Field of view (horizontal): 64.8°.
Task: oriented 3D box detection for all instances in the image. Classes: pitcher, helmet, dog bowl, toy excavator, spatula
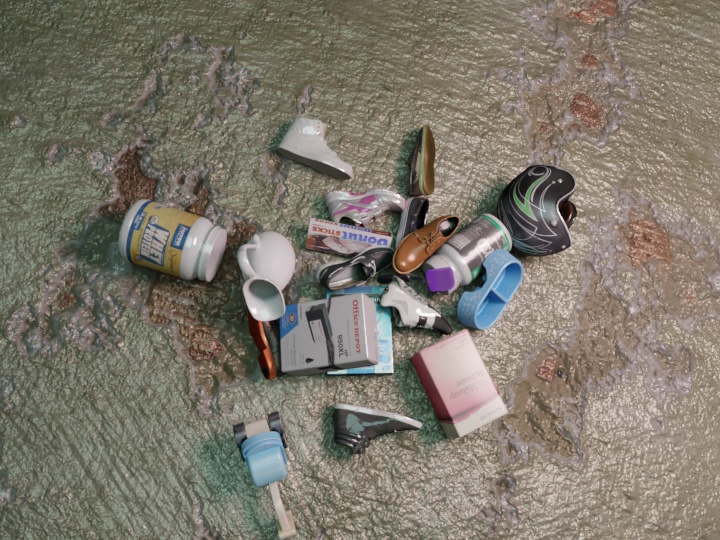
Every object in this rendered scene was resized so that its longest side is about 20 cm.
[{"bbox_3d":[-0.213,-0.017,1.233,0.120,0.173,0.201,-13,36,8],"label":"pitcher"},{"bbox_3d":[0.423,-0.133,1.352,0.199,0.200,0.192,30,76,3],"label":"helmet"},{"bbox_3d":[0.305,0.049,1.314,0.111,0.049,0.201,35,87,-41],"label":"dog bowl"},{"bbox_3d":[-0.186,0.426,1.167,0.099,0.196,0.201,-14,48,-10],"label":"toy excavator"},{"bbox_3d":[0.124,0.021,1.307,0.021,0.198,0.057,-40,121,-46],"label":"spatula"}]

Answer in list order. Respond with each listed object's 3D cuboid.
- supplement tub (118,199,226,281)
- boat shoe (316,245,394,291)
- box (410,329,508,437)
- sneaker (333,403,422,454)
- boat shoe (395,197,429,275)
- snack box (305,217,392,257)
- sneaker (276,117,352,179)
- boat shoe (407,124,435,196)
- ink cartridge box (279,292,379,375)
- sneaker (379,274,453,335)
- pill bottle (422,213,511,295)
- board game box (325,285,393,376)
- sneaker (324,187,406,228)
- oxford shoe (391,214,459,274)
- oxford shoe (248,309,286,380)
[{"bbox_3d":[-0.414,-0.064,1.264,0.198,0.145,0.146,17,73,-1],"label":"supplement tub"},{"bbox_3d":[0.000,0.000,1.301,0.198,0.060,0.076,-23,121,-17],"label":"boat shoe"},{"bbox_3d":[0.215,0.252,1.262,0.127,0.109,0.202,-23,78,-12],"label":"box"},{"bbox_3d":[0.032,0.354,1.238,0.198,0.071,0.100,9,75,3],"label":"sneaker"},{"bbox_3d":[0.133,-0.085,1.361,0.066,0.070,0.202,-6,62,35],"label":"boat shoe"},{"bbox_3d":[-0.028,-0.071,1.349,0.198,0.073,0.024,11,29,-3],"label":"snack box"},{"bbox_3d":[-0.094,-0.311,1.405,0.198,0.074,0.116,24,76,2],"label":"sneaker"},{"bbox_3d":[0.149,-0.277,1.424,0.064,0.073,0.202,-9,59,28],"label":"boat shoe"},{"bbox_3d":[-0.068,0.139,1.223,0.198,0.084,0.146,-11,72,16],"label":"ink cartridge box"},{"bbox_3d":[0.124,0.102,1.303,0.199,0.074,0.089,38,86,-17],"label":"sneaker"},{"bbox_3d":[0.251,-0.036,1.345,0.199,0.113,0.113,-36,81,-14],"label":"pill bottle"},{"bbox_3d":[-0.005,0.138,1.303,0.149,0.047,0.202,0,75,-6],"label":"board game box"},{"bbox_3d":[0.012,-0.143,1.369,0.198,0.081,0.089,-3,78,6],"label":"sneaker"},{"bbox_3d":[0.149,-0.067,1.293,0.200,0.071,0.072,-42,97,-20],"label":"oxford shoe"},{"bbox_3d":[-0.204,0.141,1.279,0.072,0.071,0.202,-10,79,-29],"label":"oxford shoe"}]
